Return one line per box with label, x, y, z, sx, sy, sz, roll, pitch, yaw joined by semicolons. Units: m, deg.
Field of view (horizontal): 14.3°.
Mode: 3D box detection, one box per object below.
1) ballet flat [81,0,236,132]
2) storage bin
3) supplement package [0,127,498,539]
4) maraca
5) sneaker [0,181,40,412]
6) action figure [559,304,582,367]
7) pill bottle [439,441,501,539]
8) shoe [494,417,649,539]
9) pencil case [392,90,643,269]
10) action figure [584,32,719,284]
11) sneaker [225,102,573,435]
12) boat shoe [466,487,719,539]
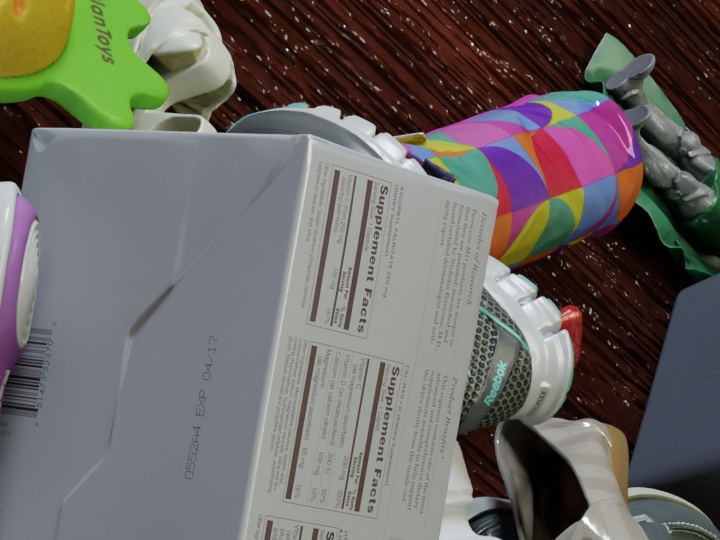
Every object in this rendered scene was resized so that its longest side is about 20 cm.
ballet flat;-0.085;-0.065;1.236;0.069;0.069;0.200;41;44;-33
storage bin;0.233;0.075;1.518;0.146;0.134;0.200;48;41;-26
supplement package;-0.054;0.055;1.090;0.111;0.156;0.200;16;81;-46
maraca;-0.160;-0.116;1.120;0.200;0.107;0.137;21;41;-36
sneaker;-0.181;0.059;1.059;0.075;0.100;0.200;93;8;-76
action figure;0.015;0.054;1.303;0.200;0.065;0.052;-17;128;-41
pill bottle;0.027;0.179;1.219;0.111;0.111;0.200;-2;75;-53
shoe;0.093;0.124;1.246;0.053;0.070;0.200;30;22;-19
pencil case;0.060;-0.039;1.399;0.200;0.088;0.088;-17;86;-55
action figure;0.198;-0.034;1.601;0.200;0.055;0.118;46;39;-34
sneaker;0.000;0.000;1.253;0.200;0.078;0.091;40;38;24
boat shoe;0.115;0.147;1.368;0.200;0.062;0.073;7;111;-45
